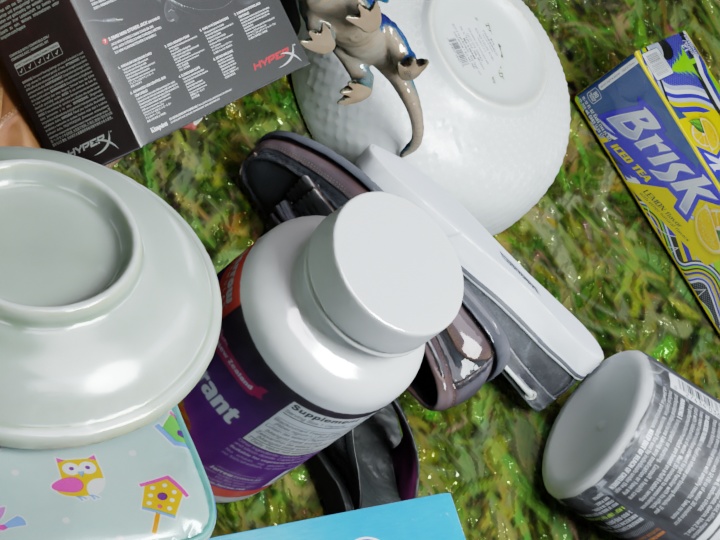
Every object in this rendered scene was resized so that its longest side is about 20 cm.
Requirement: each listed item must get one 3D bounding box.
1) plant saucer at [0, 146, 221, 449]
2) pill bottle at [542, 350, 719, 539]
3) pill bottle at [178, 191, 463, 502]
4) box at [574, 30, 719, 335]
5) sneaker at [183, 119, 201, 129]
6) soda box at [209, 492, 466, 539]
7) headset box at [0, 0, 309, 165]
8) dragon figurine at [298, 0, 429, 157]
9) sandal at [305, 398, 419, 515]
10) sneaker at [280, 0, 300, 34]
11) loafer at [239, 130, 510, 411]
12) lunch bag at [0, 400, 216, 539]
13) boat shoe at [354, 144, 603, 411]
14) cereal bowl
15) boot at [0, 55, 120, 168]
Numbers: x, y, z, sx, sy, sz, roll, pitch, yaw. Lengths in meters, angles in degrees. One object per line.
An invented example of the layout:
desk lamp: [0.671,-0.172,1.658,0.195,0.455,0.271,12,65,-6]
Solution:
plant saucer: [-0.165,-0.002,1.293,0.200,0.050,0.200,8,45,-8]
pill bottle: [0.218,0.141,1.597,0.200,0.106,0.106,33,48,-20]
pill bottle: [-0.036,0.039,1.386,0.111,0.200,0.112,20,53,-29]
box: [0.233,-0.057,1.753,0.064,0.070,0.200,-24,81,-46]
sneaker: [-0.116,-0.175,1.536,0.078,0.082,0.200,12,58,-33]
soda box: [-0.039,0.174,1.376,0.200,0.064,0.068,-8,70,-30]
headset box: [-0.137,-0.170,1.419,0.149,0.077,0.200,-32,98,-46]
dragon figurine: [-0.005,-0.154,1.516,0.200,0.059,0.099,45,23,-48]
sandal: [0.008,0.109,1.486,0.075,0.048,0.201,-4,67,-40]
sneaker: [-0.037,-0.234,1.576,0.079,0.074,0.200,4,74,-4]
loafer: [0.000,0.000,1.520,0.200,0.072,0.063,44,50,6]
lunch bag: [-0.177,0.106,1.277,0.200,0.077,0.160,-10,51,-23]
boat shoe: [0.058,0.008,1.574,0.200,0.068,0.072,43,12,-21]
cereal bowl: [0.058,-0.124,1.645,0.200,0.083,0.200,20,54,-30]
boot: [-0.236,-0.102,1.413,0.155,0.077,0.200,-35,96,-41]
